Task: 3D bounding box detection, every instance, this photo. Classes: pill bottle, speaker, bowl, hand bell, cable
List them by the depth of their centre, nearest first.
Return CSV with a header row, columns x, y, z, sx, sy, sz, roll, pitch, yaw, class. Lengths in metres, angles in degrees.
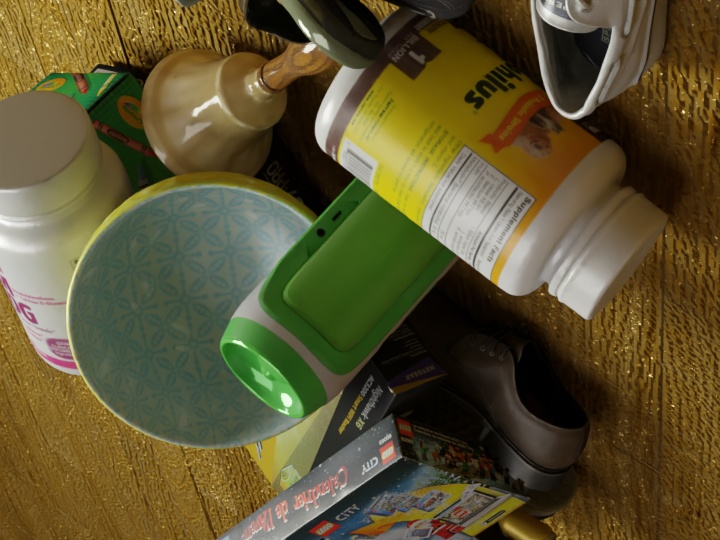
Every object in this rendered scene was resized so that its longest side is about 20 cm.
x,y,z,sx,sy,sz,roll,pitch,yaw,class
0.079,-0.061,1.311,0.200,0.109,0.109,38,158,11,pill bottle
0.000,0.000,1.438,0.088,0.200,0.088,36,158,17,speaker
-0.055,-0.132,1.480,0.104,0.104,0.200,47,145,-12,hand bell
-0.101,0.011,1.542,0.200,0.200,0.108,51,-167,-22,bowl
-0.210,-0.026,1.588,0.113,0.113,0.200,28,152,33,pill bottle
0.068,0.174,1.703,0.200,0.050,0.097,44,142,0,cable

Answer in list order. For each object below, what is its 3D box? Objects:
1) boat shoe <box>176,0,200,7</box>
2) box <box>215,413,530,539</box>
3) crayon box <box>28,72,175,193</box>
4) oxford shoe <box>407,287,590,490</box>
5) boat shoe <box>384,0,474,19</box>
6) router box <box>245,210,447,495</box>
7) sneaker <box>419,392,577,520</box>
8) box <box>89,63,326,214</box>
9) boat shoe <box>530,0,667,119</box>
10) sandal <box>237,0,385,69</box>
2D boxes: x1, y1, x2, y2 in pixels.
x,y,z,sx,sy,sz,roll,pitch,yaw,class
-0.115,-0.247,1.354,0.060,0.076,0.200,32,145,23,boat shoe
0.006,0.184,1.627,0.137,0.038,0.200,23,132,-40,box
-0.167,-0.057,1.681,0.119,0.058,0.200,6,137,53,crayon box
0.091,0.059,1.602,0.200,0.073,0.084,42,133,11,oxford shoe
-0.013,-0.201,1.273,0.200,0.070,0.066,28,163,26,boat shoe
-0.032,0.079,1.642,0.157,0.052,0.200,53,142,22,router box
0.065,0.142,1.768,0.202,0.077,0.146,40,156,4,sneaker
-0.119,-0.077,1.709,0.200,0.049,0.161,15,148,46,box
0.119,-0.149,1.132,0.074,0.065,0.200,31,156,29,boat shoe
-0.044,-0.160,1.307,0.080,0.057,0.201,25,-162,-24,sandal
